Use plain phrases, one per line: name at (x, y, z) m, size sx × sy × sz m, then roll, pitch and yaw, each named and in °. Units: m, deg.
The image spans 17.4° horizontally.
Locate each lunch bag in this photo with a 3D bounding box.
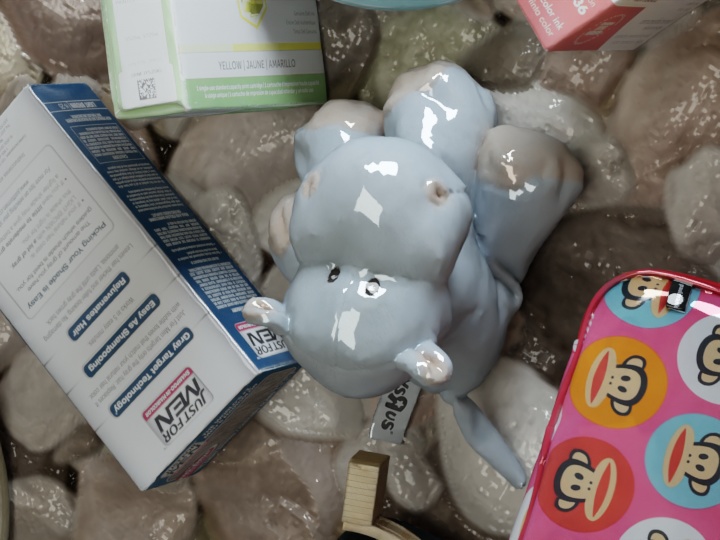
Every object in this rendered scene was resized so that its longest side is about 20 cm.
lunch bag at (0.165, 0.112, 1.060) m, size 0.176 × 0.082 × 0.200 m, roll 16°, pitch 78°, yaw 14°

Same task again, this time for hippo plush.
hippo plush at (0.000, 0.000, 1.120) m, size 0.159 × 0.161 × 0.200 m, roll 17°, pitch 103°, yaw 24°

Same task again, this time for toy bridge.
toy bridge at (0.089, 0.137, 1.134) m, size 0.200 × 0.027 × 0.067 m, roll 10°, pitch 100°, yaw 8°

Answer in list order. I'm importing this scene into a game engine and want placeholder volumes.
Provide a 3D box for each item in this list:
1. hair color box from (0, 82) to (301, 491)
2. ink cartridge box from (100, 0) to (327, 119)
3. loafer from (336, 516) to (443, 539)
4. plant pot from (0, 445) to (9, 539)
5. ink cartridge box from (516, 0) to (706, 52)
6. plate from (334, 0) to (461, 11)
hair color box at (-0.130, 0.006, 1.243) m, size 0.100 × 0.061 × 0.200 m, roll -46°, pitch 75°, yaw 24°
ink cartridge box at (-0.080, -0.175, 1.151) m, size 0.048 × 0.146 × 0.200 m, roll -6°, pitch 93°, yaw 27°
loafer at (0.069, 0.200, 1.167) m, size 0.200 × 0.073 × 0.072 m, roll 31°, pitch 130°, yaw 24°
plant pot at (-0.322, 0.134, 1.283) m, size 0.173 × 0.200 × 0.200 m, roll 2°, pitch 96°, yaw 32°
ink cartridge box at (0.165, -0.176, 1.042) m, size 0.200 × 0.116 × 0.068 m, roll -34°, pitch 80°, yaw 26°
plate at (0.019, -0.224, 1.112) m, size 0.200 × 0.026 × 0.200 m, roll 0°, pitch 91°, yaw -2°
